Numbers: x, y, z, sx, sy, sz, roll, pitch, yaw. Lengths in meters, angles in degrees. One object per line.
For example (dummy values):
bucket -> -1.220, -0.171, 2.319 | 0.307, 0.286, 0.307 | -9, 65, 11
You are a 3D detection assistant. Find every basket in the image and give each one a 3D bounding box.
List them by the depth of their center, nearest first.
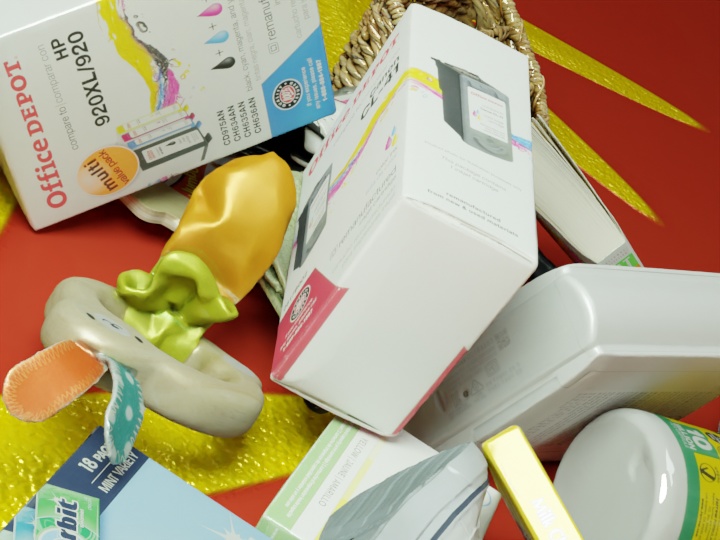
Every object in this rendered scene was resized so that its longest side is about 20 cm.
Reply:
basket -> 0.076, -0.135, 1.288 | 0.143, 0.149, 0.200 | 41, 27, 16

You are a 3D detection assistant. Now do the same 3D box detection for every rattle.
rattle -> -0.090, 0.012, 0.831 | 0.130, 0.143, 0.200 | 51, 8, 14

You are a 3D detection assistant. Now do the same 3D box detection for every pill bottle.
pill bottle -> 0.220, 0.157, 0.991 | 0.200, 0.113, 0.113 | 18, 30, -26

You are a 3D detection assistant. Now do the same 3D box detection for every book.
book -> 0.175, -0.008, 1.208 | 0.134, 0.048, 0.200 | 56, 5, 37

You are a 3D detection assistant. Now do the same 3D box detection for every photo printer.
photo printer -> 0.142, 0.060, 1.017 | 0.200, 0.166, 0.070 | 3, 59, -43

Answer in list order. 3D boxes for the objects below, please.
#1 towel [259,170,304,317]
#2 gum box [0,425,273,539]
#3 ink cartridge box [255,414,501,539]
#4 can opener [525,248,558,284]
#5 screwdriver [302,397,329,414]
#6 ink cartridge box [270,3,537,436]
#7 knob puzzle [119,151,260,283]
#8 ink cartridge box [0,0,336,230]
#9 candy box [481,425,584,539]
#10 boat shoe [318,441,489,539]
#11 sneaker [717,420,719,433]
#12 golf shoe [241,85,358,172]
towel -> 0.000, 0.000, 1.055 | 0.200, 0.036, 0.149 | 4, 54, -54
gum box -> -0.073, 0.172, 0.729 | 0.200, 0.045, 0.170 | 34, 26, 1
ink cartridge box -> 0.047, 0.163, 0.871 | 0.200, 0.048, 0.146 | 32, 26, 5
can opener -> 0.124, 0.012, 1.198 | 0.200, 0.063, 0.079 | 48, 2, 9
screwdriver -> 0.039, 0.043, 0.998 | 0.200, 0.028, 0.029 | -21, 75, -43
ink cartridge box -> 0.025, -0.032, 0.931 | 0.086, 0.148, 0.200 | 25, 34, -16
knob puzzle -> -0.114, -0.067, 1.101 | 0.219, 0.030, 0.220 | 25, 28, -15
ink cartridge box -> -0.140, -0.149, 0.989 | 0.200, 0.147, 0.145 | -23, 49, -11
candy box -> 0.121, 0.179, 0.840 | 0.200, 0.026, 0.102 | 61, -4, 23
boat shoe -> 0.018, 0.140, 0.772 | 0.067, 0.073, 0.200 | 63, 26, -2
sneaker -> 0.331, 0.106, 1.233 | 0.115, 0.075, 0.200 | 30, 23, 2
golf shoe -> -0.017, -0.086, 1.132 | 0.200, 0.073, 0.092 | 13, 37, -15
